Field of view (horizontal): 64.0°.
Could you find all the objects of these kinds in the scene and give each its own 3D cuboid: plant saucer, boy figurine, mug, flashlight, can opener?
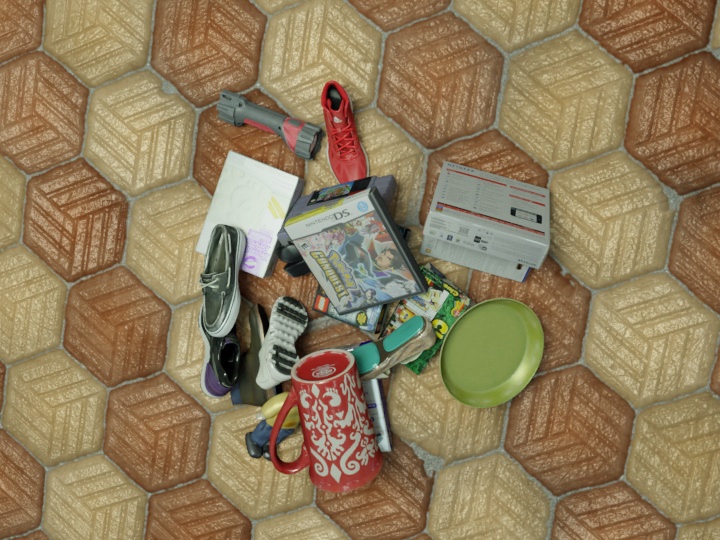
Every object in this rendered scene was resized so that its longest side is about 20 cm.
[{"bbox_3d":[0.220,0.138,0.988,0.198,0.031,0.202,-5,107,-16],"label":"plant saucer"},{"bbox_3d":[-0.129,0.273,1.078,0.124,0.065,0.200,28,116,-36],"label":"boy figurine"},{"bbox_3d":[-0.058,0.253,0.950,0.133,0.177,0.202,13,120,47],"label":"mug"},{"bbox_3d":[-0.169,-0.269,1.074,0.199,0.068,0.068,22,94,10],"label":"flashlight"},{"bbox_3d":[-0.069,-0.063,1.050,0.199,0.064,0.079,-31,127,19],"label":"can opener"}]

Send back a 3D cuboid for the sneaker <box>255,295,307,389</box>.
[{"bbox_3d":[-0.148,0.126,1.043,0.075,0.201,0.081,31,126,-18],"label":"sneaker"}]

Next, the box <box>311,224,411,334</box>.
[{"bbox_3d":[0.000,0.000,1.063,0.136,0.040,0.202,18,96,22],"label":"box"}]

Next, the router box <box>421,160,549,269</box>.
[{"bbox_3d":[0.219,-0.100,0.980,0.198,0.180,0.049,17,130,6],"label":"router box"}]

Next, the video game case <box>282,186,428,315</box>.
[{"bbox_3d":[-0.008,-0.024,0.962,0.180,0.026,0.201,-17,117,29],"label":"video game case"}]

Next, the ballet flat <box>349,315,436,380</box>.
[{"bbox_3d":[0.048,0.152,1.009,0.199,0.068,0.067,-30,129,19],"label":"ballet flat"}]

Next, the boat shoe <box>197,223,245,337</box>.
[{"bbox_3d":[-0.256,0.015,1.018,0.071,0.071,0.202,-1,78,25],"label":"boat shoe"}]

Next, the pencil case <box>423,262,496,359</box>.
[{"bbox_3d":[0.160,0.074,1.046,0.200,0.078,0.090,42,96,2],"label":"pencil case"}]

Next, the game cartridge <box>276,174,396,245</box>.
[{"bbox_3d":[-0.041,-0.109,1.012,0.198,0.130,0.039,-10,130,26],"label":"game cartridge"}]

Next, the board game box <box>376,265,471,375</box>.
[{"bbox_3d":[0.106,0.094,1.026,0.104,0.023,0.201,33,129,9],"label":"board game box"}]

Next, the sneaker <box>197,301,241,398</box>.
[{"bbox_3d":[-0.248,0.126,1.063,0.087,0.075,0.202,-37,54,44],"label":"sneaker"}]

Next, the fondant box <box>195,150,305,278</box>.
[{"bbox_3d":[-0.207,-0.105,1.089,0.143,0.058,0.202,21,97,5],"label":"fondant box"}]

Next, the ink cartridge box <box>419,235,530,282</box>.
[{"bbox_3d":[0.210,-0.046,1.029,0.198,0.037,0.095,18,136,7],"label":"ink cartridge box"}]

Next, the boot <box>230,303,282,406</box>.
[{"bbox_3d":[-0.214,0.167,1.099,0.096,0.075,0.202,-9,94,4],"label":"boot"}]

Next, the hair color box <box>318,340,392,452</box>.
[{"bbox_3d":[-0.011,0.242,1.085,0.108,0.065,0.202,-10,91,7],"label":"hair color box"}]

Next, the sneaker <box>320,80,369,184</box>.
[{"bbox_3d":[-0.038,-0.239,1.030,0.078,0.116,0.202,-17,91,7],"label":"sneaker"}]
